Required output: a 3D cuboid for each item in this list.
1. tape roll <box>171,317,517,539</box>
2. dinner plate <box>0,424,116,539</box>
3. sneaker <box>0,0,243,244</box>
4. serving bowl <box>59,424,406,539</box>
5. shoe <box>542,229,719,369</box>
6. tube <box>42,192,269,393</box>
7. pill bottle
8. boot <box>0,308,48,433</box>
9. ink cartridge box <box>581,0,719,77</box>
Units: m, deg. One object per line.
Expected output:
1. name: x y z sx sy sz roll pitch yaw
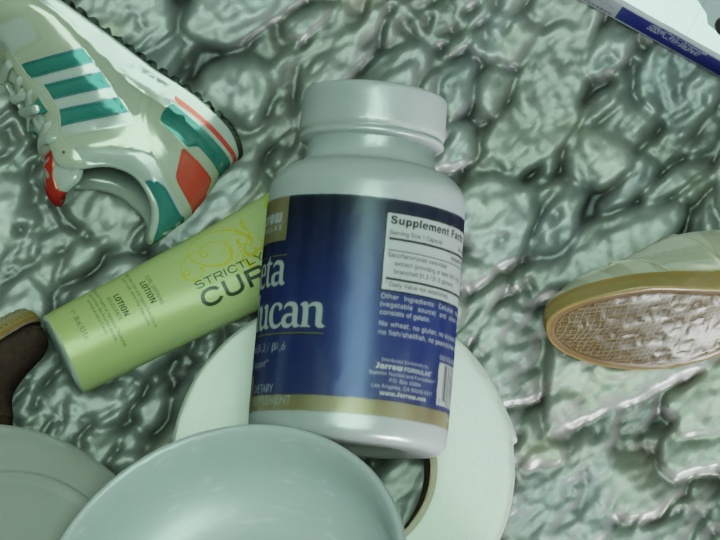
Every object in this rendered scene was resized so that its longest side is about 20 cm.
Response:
1. tape roll: -0.010 0.114 1.460 0.203 0.037 0.203 1 81 -4
2. dinner plate: -0.182 0.173 1.345 0.200 0.024 0.200 13 62 -27
3. sneaker: -0.171 -0.093 1.460 0.200 0.070 0.093 34 74 -2
4. serving bowl: -0.064 0.179 1.312 0.200 0.066 0.200 -10 50 13
5. shoe: 0.205 0.012 1.489 0.200 0.070 0.053 -7 40 -2
6. tube: -0.085 0.003 1.465 0.200 0.052 0.058 -26 106 -11
7. pill bottle: 0.000 0.000 1.403 0.111 0.111 0.200 5 80 -4
8. boot: -0.199 0.135 1.412 0.166 0.072 0.200 43 57 -2
9. ink cartridge box: 0.185 -0.248 1.528 0.200 0.041 0.200 28 80 0
